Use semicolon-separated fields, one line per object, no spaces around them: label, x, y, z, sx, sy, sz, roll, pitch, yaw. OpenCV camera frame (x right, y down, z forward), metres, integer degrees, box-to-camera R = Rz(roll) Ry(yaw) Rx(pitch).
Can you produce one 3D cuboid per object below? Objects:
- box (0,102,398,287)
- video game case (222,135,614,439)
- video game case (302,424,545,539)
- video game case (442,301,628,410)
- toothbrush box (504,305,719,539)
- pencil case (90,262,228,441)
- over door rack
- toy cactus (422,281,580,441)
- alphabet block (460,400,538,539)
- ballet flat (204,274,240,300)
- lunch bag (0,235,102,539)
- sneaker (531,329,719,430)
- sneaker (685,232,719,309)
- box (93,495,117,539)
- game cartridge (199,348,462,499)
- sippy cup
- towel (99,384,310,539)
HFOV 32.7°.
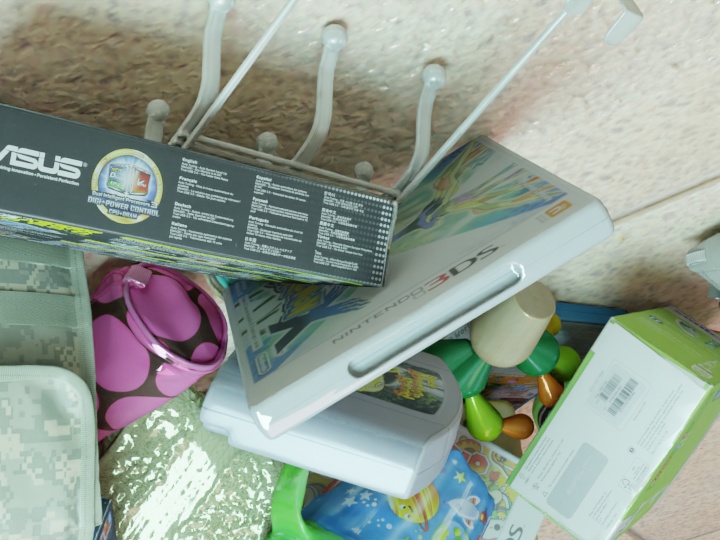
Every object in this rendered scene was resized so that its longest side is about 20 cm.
box;-0.108;-0.030;0.595;0.200;0.044;0.160;11;174;-30
video game case;0.016;-0.003;0.633;0.182;0.200;0.022;-31;107;-1
video game case;0.027;0.191;0.924;0.200;0.182;0.023;29;160;-1
video game case;0.108;0.082;1.017;0.143;0.018;0.200;6;146;-33
toothbrush box;0.208;0.111;0.918;0.146;0.086;0.200;-60;157;15
pencil case;-0.181;0.065;0.796;0.200;0.094;0.091;-32;-171;28
over door rack;0.008;-0.104;0.579;0.148;0.067;0.200;12;145;-38
toy cactus;0.084;0.054;0.854;0.200;0.102;0.165;7;146;-21
alphabet block;0.028;0.234;1.031;0.196;0.201;0.195;-3;161;-16
ballet flat;0.000;0.000;0.777;0.199;0.071;0.071;-7;151;-12
lunch bag;-0.226;0.063;0.641;0.164;0.200;0.118;1;148;-23
sneaker;0.241;0.111;1.057;0.077;0.084;0.200;15;141;-43
sneaker;0.308;0.009;0.938;0.082;0.075;0.200;-13;149;29
box;-0.217;0.183;0.753;0.136;0.038;0.200;14;143;3
game cartridge;-0.008;0.070;0.706;0.133;0.041;0.200;21;-169;1
sippy cup;0.021;0.185;0.847;0.130;0.139;0.178;-49;153;-30
towel;-0.142;0.182;0.857;0.200;0.148;0.036;-54;-172;1
